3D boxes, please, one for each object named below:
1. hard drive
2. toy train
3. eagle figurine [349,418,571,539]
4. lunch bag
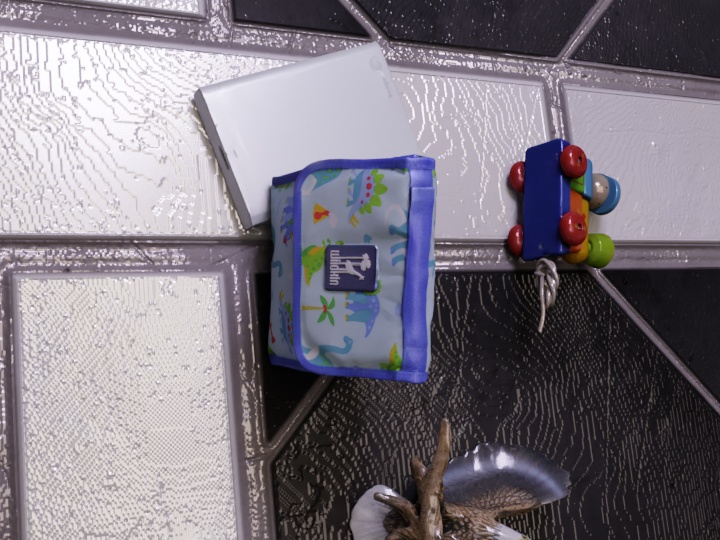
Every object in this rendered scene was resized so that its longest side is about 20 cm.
[{"bbox_3d":[-0.044,-0.132,0.911,0.198,0.026,0.133,-22,89,-29],"label":"hard drive"},{"bbox_3d":[0.219,-0.024,1.001,0.115,0.084,0.203,15,71,-38],"label":"toy train"},{"bbox_3d":[0.106,0.235,0.869,0.152,0.151,0.199,-50,143,12],"label":"eagle figurine"},{"bbox_3d":[0.000,0.000,0.791,0.126,0.199,0.172,1,90,-28],"label":"lunch bag"}]
